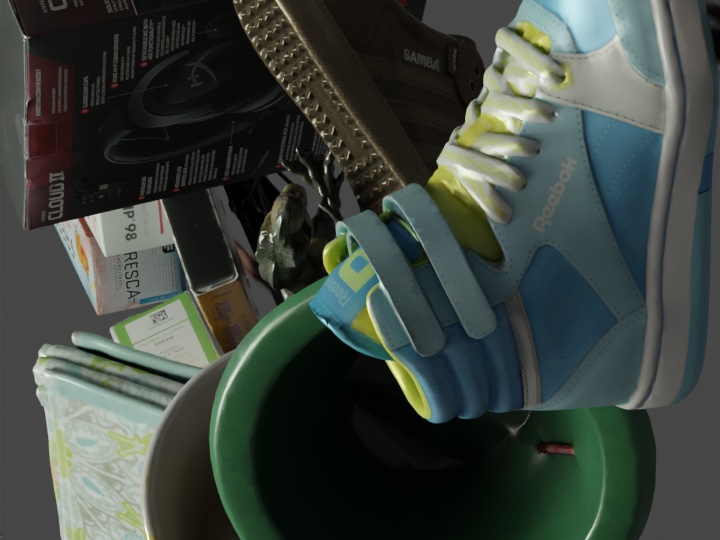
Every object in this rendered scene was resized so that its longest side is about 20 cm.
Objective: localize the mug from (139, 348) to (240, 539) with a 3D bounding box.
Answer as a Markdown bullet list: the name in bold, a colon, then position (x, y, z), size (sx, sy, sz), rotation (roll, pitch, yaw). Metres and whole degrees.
- **mug**: position (-0.039, 0.139, 1.199), size (0.149, 0.187, 0.153), rotation (33, 163, 9)

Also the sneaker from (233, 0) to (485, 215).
- **sneaker**: position (0.031, -0.054, 0.986), size (0.200, 0.075, 0.070), rotation (59, 158, -12)

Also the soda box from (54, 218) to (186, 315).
- **soda box**: position (-0.181, -0.045, 1.763), size (0.200, 0.068, 0.064), rotation (-124, 26, -56)

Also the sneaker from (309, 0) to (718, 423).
- **sneaker**: position (0.044, -0.035, 0.802), size (0.080, 0.130, 0.200), rotation (-129, 31, -63)

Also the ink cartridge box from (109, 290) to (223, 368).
- **ink cartridge box**: position (-0.087, 0.112, 1.498), size (0.200, 0.059, 0.104), rotation (58, 173, 53)

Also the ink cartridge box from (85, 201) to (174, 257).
- **ink cartridge box**: position (-0.158, -0.089, 1.642), size (0.200, 0.067, 0.116), rotation (-127, 29, -58)

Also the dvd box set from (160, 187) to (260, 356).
- **dvd box set**: position (-0.093, -0.031, 1.404), size (0.200, 0.029, 0.147), rotation (77, 173, -74)

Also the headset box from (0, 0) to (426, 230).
- **headset box**: position (-0.079, -0.101, 1.076), size (0.149, 0.200, 0.077), rotation (101, 152, -58)

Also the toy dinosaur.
- **toy dinosaur**: position (0.000, 0.000, 1.064), size (0.200, 0.047, 0.088), rotation (45, -139, -50)

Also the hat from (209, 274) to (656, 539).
- **hat**: position (0.037, 0.042, 0.999), size (0.166, 0.200, 0.176), rotation (42, -151, -8)

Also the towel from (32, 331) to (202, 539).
- **towel**: position (-0.088, 0.128, 1.395), size (0.200, 0.048, 0.171), rotation (18, 136, 21)

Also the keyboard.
- **keyboard**: position (-0.044, -0.028, 1.361), size (0.200, 0.040, 0.104), rotation (64, -177, 41)
